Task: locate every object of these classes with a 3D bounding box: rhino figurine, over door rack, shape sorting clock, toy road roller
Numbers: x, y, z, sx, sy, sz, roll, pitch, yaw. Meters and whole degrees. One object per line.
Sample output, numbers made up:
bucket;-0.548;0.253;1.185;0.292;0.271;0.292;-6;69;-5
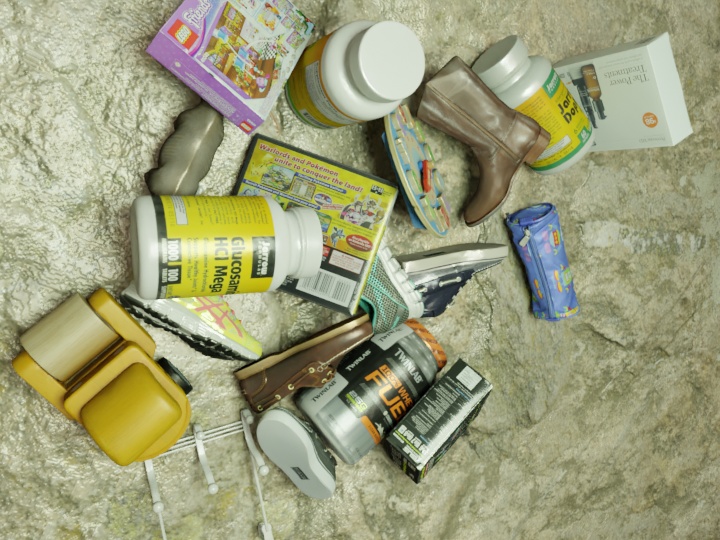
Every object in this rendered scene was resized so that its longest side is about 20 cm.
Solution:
rhino figurine;-0.194;-0.160;0.694;0.060;0.087;0.200;28;85;-27
over door rack;-0.194;0.299;0.769;0.147;0.067;0.201;-12;102;-24
shape sorting clock;0.081;-0.139;0.796;0.039;0.200;0.200;-15;108;20
toy road roller;-0.277;0.128;0.659;0.123;0.146;0.200;-43;113;-16

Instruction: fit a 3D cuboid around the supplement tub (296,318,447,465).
supplement tub;0.019;0.162;0.825;0.200;0.122;0.123;-40;112;-17

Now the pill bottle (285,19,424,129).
pill bottle;-0.009;-0.236;0.713;0.111;0.200;0.111;-4;99;-26

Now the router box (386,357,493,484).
router box;0.110;0.224;0.848;0.062;0.200;0.150;39;73;20

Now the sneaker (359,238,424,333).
sneaker;0.000;0.000;0.799;0.091;0.078;0.200;-35;88;-16

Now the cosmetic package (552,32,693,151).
cosmetic package;0.393;-0.265;0.909;0.052;0.200;0.151;-34;110;-17

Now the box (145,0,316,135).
box;-0.140;-0.271;0.681;0.137;0.039;0.200;38;49;-25

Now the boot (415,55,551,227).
boot;0.144;-0.180;0.844;0.200;0.064;0.187;28;109;-21

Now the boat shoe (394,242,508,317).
boat shoe;0.136;0.015;0.896;0.199;0.075;0.093;-10;102;-16

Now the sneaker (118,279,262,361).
sneaker;-0.192;0.048;0.734;0.200;0.078;0.091;41;55;-36

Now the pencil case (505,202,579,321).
pencil case;0.302;-0.011;0.966;0.087;0.078;0.200;-39;115;-48

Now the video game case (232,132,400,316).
video game case;-0.072;-0.058;0.758;0.199;0.026;0.181;20;88;0

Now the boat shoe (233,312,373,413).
boat shoe;-0.067;0.123;0.774;0.200;0.070;0.070;-27;88;12

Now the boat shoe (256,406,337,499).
boat shoe;-0.082;0.239;0.796;0.057;0.068;0.200;-74;153;-44

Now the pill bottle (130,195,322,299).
pill bottle;-0.150;-0.029;0.664;0.199;0.112;0.113;-4;99;-25

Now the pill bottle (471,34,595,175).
pill bottle;0.259;-0.251;0.894;0.200;0.113;0.113;44;77;-24
